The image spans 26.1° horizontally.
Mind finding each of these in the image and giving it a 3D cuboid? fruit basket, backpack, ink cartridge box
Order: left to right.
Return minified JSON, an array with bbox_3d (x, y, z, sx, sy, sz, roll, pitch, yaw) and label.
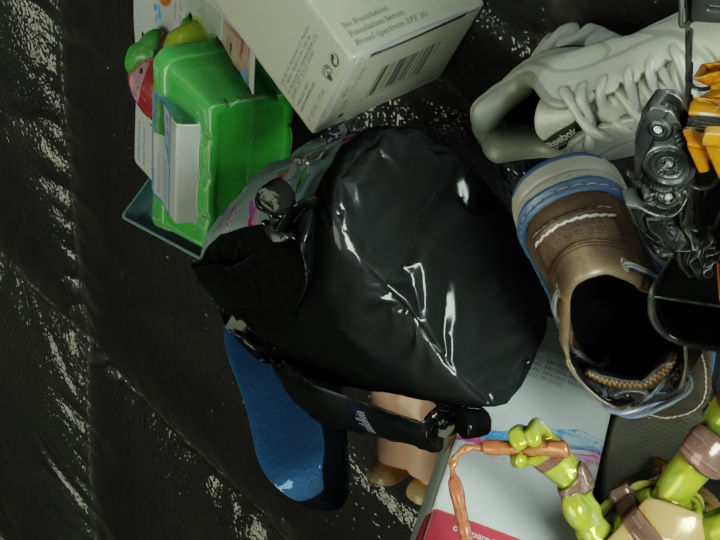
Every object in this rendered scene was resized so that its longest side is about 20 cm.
[{"bbox_3d":[-0.121,-0.108,1.051,0.200,0.093,0.187,41,137,42],"label":"fruit basket"},{"bbox_3d":[0.000,0.000,0.832,0.168,0.126,0.199,55,155,-15],"label":"backpack"},{"bbox_3d":[0.073,0.141,0.852,0.082,0.201,0.147,19,138,4],"label":"ink cartridge box"}]

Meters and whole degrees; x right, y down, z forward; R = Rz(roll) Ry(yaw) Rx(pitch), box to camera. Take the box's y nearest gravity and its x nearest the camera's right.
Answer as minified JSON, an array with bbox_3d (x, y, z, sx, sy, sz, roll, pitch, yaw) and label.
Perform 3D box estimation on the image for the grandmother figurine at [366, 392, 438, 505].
[{"bbox_3d":[0.027,0.047,0.994,0.120,0.060,0.202,15,123,29],"label":"grandmother figurine"}]

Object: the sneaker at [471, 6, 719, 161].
[{"bbox_3d":[0.131,-0.081,0.713,0.199,0.081,0.076,-7,106,55],"label":"sneaker"}]

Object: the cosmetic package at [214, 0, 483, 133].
[{"bbox_3d":[-0.035,-0.187,0.866,0.201,0.105,0.071,53,145,13],"label":"cosmetic package"}]

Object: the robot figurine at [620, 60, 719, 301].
[{"bbox_3d":[0.183,-0.008,0.579,0.144,0.058,0.201,-9,126,31],"label":"robot figurine"}]

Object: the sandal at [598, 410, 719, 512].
[{"bbox_3d":[0.153,0.148,0.781,0.081,0.202,0.055,6,146,13],"label":"sandal"}]

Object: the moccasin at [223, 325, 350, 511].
[{"bbox_3d":[-0.049,0.075,1.054,0.068,0.080,0.202,49,-151,-50],"label":"moccasin"}]

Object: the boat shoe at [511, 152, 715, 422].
[{"bbox_3d":[0.125,0.031,0.744,0.200,0.072,0.073,47,-153,-46],"label":"boat shoe"}]

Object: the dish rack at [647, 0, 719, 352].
[{"bbox_3d":[0.193,-0.049,0.615,0.152,0.055,0.201,7,134,19],"label":"dish rack"}]

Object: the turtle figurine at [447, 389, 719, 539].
[{"bbox_3d":[0.148,0.129,0.720,0.161,0.064,0.201,-38,86,13],"label":"turtle figurine"}]

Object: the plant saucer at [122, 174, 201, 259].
[{"bbox_3d":[-0.092,-0.033,1.100,0.199,0.070,0.019,26,166,45],"label":"plant saucer"}]
